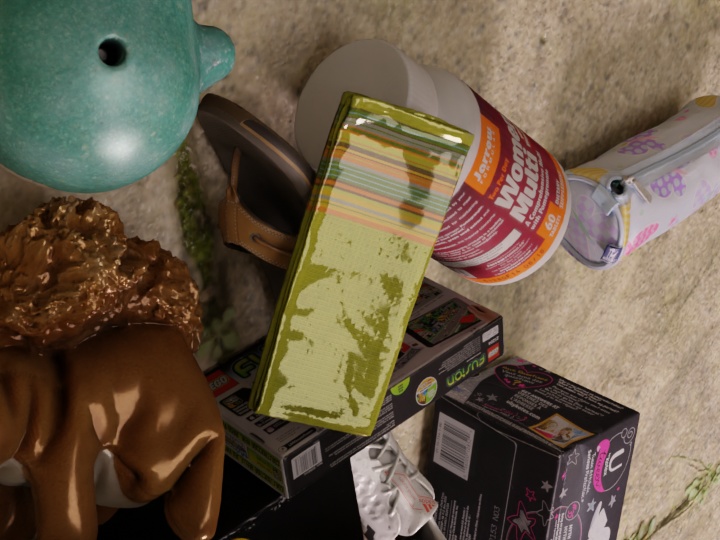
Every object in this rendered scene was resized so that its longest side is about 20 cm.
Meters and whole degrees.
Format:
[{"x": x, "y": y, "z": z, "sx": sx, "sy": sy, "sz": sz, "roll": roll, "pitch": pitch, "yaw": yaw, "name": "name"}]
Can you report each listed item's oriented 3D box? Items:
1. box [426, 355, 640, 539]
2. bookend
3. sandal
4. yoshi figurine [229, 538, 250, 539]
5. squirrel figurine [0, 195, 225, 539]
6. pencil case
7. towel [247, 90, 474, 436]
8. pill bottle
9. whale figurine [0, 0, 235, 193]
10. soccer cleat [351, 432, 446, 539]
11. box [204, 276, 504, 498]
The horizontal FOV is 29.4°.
[{"x": 0.131, "y": 0.193, "z": 1.118, "sx": 0.114, "sy": 0.132, "sz": 0.202, "roll": -17, "pitch": 121, "yaw": -43, "name": "box"}, {"x": -0.096, "y": 0.223, "z": 0.930, "sx": 0.198, "sy": 0.092, "sz": 0.201, "roll": -32, "pitch": 131, "yaw": -28, "name": "bookend"}, {"x": -0.059, "y": -0.021, "z": 0.859, "sx": 0.055, "sy": 0.081, "sz": 0.201, "roll": -45, "pitch": 143, "yaw": -28, "name": "sandal"}, {"x": -0.086, "y": 0.230, "z": 0.788, "sx": 0.111, "sy": 0.113, "sz": 0.200, "roll": 20, "pitch": 134, "yaw": -22, "name": "yoshi figurine"}, {"x": -0.179, "y": 0.057, "z": 0.756, "sx": 0.186, "sy": 0.141, "sz": 0.202, "roll": 11, "pitch": 88, "yaw": -37, "name": "squirrel figurine"}, {"x": 0.242, "y": -0.077, "z": 1.130, "sx": 0.199, "sy": 0.083, "sz": 0.091, "roll": -28, "pitch": 150, "yaw": -35, "name": "pencil case"}, {"x": 0.000, "y": 0.000, "z": 0.822, "sx": 0.085, "sy": 0.018, "sz": 0.202, "roll": 15, "pitch": 100, "yaw": -19, "name": "towel"}, {"x": 0.051, "y": -0.070, "z": 0.919, "sx": 0.200, "sy": 0.109, "sz": 0.110, "roll": 29, "pitch": 88, "yaw": -49, "name": "pill bottle"}, {"x": -0.128, "y": -0.139, "z": 0.697, "sx": 0.158, "sy": 0.104, "sz": 0.202, "roll": 22, "pitch": 82, "yaw": -24, "name": "whale figurine"}, {"x": 0.014, "y": 0.151, "z": 1.012, "sx": 0.069, "sy": 0.085, "sz": 0.201, "roll": -43, "pitch": 135, "yaw": -21, "name": "soccer cleat"}, {"x": -0.009, "y": 0.067, "z": 0.927, "sx": 0.199, "sy": 0.110, "sz": 0.035, "roll": -30, "pitch": 129, "yaw": -32, "name": "box"}]
